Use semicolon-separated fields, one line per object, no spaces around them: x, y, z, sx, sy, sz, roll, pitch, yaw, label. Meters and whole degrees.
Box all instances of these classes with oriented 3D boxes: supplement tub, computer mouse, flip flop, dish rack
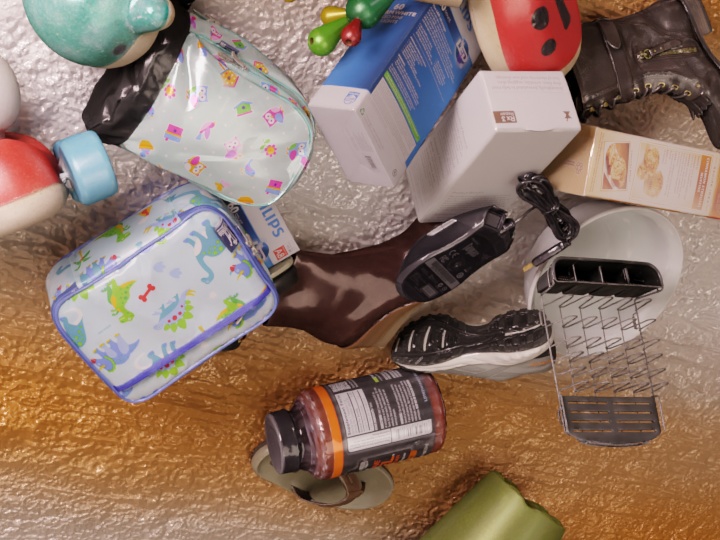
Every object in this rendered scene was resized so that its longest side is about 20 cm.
-0.007;0.178;1.579;0.198;0.107;0.108;-11;126;-17;supplement tub
0.134;-0.028;1.454;0.199;0.046;0.140;-37;140;17;computer mouse
-0.043;0.252;1.643;0.199;0.058;0.081;25;109;-35;flip flop
0.270;0.090;1.491;0.152;0.202;0.055;3;159;-27;dish rack

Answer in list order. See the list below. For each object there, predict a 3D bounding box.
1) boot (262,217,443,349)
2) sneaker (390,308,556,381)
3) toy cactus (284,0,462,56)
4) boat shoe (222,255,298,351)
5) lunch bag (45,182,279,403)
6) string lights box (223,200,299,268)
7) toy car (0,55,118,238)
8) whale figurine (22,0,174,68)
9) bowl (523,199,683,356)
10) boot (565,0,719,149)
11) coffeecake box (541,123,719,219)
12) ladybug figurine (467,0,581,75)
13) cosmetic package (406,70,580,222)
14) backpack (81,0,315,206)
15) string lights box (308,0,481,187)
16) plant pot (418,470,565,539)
0.000;0.000;1.482;0.165;0.073;0.201;14;118;-34;boot
0.128;0.096;1.559;0.198;0.074;0.080;-3;140;23;sneaker
0.021;-0.285;1.237;0.163;0.102;0.202;17;81;-8;toy cactus
-0.147;0.051;1.441;0.200;0.074;0.063;-32;108;6;boat shoe
-0.188;0.024;1.329;0.199;0.083;0.161;-31;125;-1;lunch bag
-0.174;-0.021;1.396;0.199;0.059;0.103;-30;127;-3;string lights box
-0.340;-0.129;1.213;0.183;0.177;0.202;-23;100;-14;toy car
-0.211;-0.265;1.149;0.103;0.160;0.200;0;141;-52;whale figurine
0.266;-0.007;1.590;0.199;0.091;0.203;-13;127;-17;bowl
0.302;-0.195;1.460;0.173;0.069;0.202;-22;89;-13;boot
0.281;-0.111;1.477;0.198;0.153;0.074;7;97;-28;coffeecake box
0.165;-0.259;1.350;0.200;0.071;0.137;52;52;-46;ladybug figurine
0.131;-0.123;1.398;0.101;0.075;0.200;-3;155;-25;cosmetic package
-0.140;-0.146;1.277;0.199;0.127;0.167;26;113;-26;backpack
0.040;-0.189;1.313;0.201;0.059;0.103;-57;138;-27;string lights box
0.159;0.365;1.751;0.200;0.200;0.191;38;88;-38;plant pot
